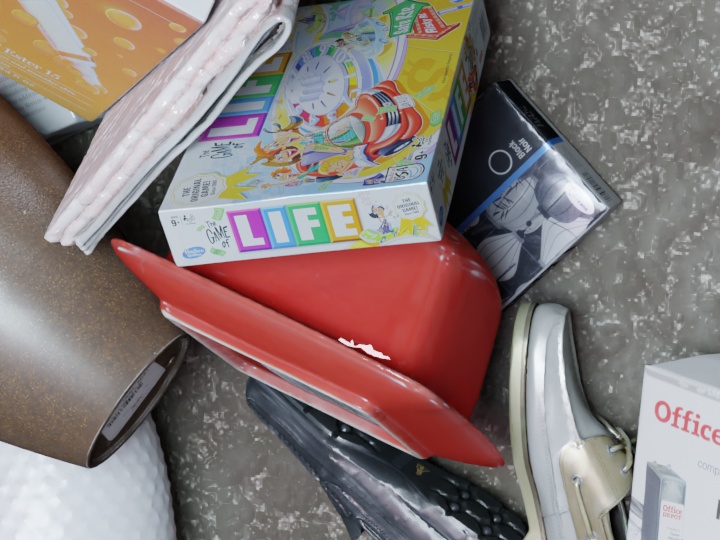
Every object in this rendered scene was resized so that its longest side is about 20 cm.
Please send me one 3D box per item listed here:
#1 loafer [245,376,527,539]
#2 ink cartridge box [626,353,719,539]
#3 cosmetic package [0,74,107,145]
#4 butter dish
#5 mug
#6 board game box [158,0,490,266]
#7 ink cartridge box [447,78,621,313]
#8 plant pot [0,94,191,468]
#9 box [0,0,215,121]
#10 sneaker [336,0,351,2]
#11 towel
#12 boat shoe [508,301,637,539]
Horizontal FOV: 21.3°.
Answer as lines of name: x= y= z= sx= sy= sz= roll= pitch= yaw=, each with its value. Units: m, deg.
loafer: x=0.007 y=0.129 z=1.128 sx=0.200 sy=0.068 sz=0.070 roll=38 pitch=119 yaw=14
ink cartridge box: x=0.216 y=0.157 z=1.013 sx=0.146 sy=0.085 sz=0.201 roll=19 pitch=107 yaw=54
cosmetic package: x=-0.230 y=-0.170 z=1.168 sx=0.101 sy=0.071 sz=0.200 roll=-19 pitch=92 yaw=23
butter dish: x=0.000 y=0.000 z=1.026 sx=0.200 sy=0.199 sz=0.148 roll=24 pitch=81 yaw=21
mug: x=-0.204 y=0.139 z=1.182 sx=0.200 sy=0.147 sz=0.176 roll=-11 pitch=83 yaw=51
board game box: x=-0.012 y=-0.078 z=0.976 sx=0.134 sy=0.200 sz=0.034 roll=-6 pitch=124 yaw=16
ink cartridge box: x=0.046 y=-0.008 z=1.108 sx=0.099 sy=0.039 sz=0.200 roll=47 pitch=112 yaw=7
plant pot: x=-0.200 y=0.014 z=1.054 sx=0.200 sy=0.187 sz=0.187 roll=36 pitch=109 yaw=9
box: x=-0.148 y=-0.169 z=1.002 sx=0.124 sy=0.200 sz=0.098 roll=27 pitch=70 yaw=-17
sneaker: x=0.063 y=-0.164 z=1.067 sx=0.200 sy=0.075 sz=0.116 roll=13 pitch=117 yaw=17
towel: x=-0.080 y=-0.119 z=1.002 sx=0.032 sy=0.191 sz=0.200 roll=36 pitch=125 yaw=-15
boat shoe: x=0.126 y=0.112 z=1.083 sx=0.068 sy=0.075 sz=0.201 roll=-2 pitch=107 yaw=18
